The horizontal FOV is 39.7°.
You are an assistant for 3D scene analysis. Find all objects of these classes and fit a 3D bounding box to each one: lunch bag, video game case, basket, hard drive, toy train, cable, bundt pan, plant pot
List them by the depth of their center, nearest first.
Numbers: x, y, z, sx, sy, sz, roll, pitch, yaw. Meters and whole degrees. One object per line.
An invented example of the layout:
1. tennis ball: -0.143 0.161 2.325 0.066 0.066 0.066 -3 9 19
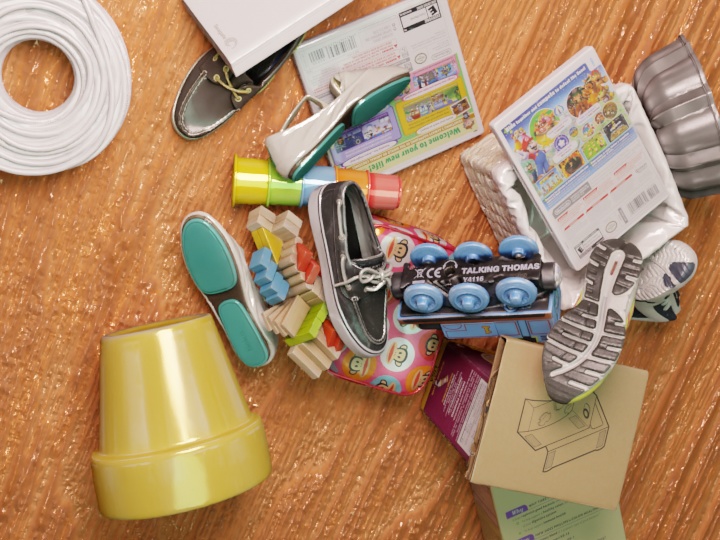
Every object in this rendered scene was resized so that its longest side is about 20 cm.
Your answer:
1. cable: -0.340 -0.204 1.043 0.198 0.069 0.202 -32 112 -6
2. hard drive: -0.082 -0.305 1.070 0.198 0.133 0.027 -34 147 -6
3. video game case: 0.245 -0.122 1.106 0.142 0.018 0.201 -37 111 -6
4. plant pot: -0.211 0.155 1.120 0.197 0.200 0.193 -11 93 -14
5. toy train: 0.132 0.028 1.123 0.196 0.088 0.115 -5 139 20
6. video game case: 0.035 -0.213 1.184 0.197 0.022 0.185 -24 110 -11
7. basket: 0.250 -0.100 1.207 0.196 0.161 0.202 -33 112 -6
8. lunch bag: 0.021 0.040 1.214 0.173 0.082 0.204 17 99 -20
9. bundt pan: 0.388 -0.179 1.223 0.074 0.203 0.205 -18 111 14

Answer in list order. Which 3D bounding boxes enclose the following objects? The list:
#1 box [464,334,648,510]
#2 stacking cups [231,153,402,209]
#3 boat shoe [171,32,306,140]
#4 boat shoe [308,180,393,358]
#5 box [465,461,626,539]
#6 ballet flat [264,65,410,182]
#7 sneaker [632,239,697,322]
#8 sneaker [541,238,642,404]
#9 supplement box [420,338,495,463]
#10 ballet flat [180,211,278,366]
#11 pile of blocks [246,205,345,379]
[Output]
1. box: 0.225 0.174 1.129 0.196 0.021 0.167 14 91 -20
2. stacking cups: -0.050 -0.095 1.148 0.195 0.061 0.062 5 103 -8
3. boat shoe: -0.134 -0.226 1.105 0.072 0.061 0.202 41 89 -23
4. boat shoe: 0.002 -0.001 1.106 0.073 0.067 0.204 -16 97 -42
5. box: 0.249 0.307 1.349 0.173 0.097 0.204 -20 110 -11
6. ballet flat: -0.028 -0.183 1.122 0.199 0.069 0.070 -42 113 -18
7. sneaker: 0.383 0.015 1.279 0.127 0.199 0.081 1 64 -29
8. sneaker: 0.260 0.068 1.100 0.202 0.077 0.091 -57 155 -24
9. supplement box: 0.174 0.173 1.234 0.129 0.200 0.105 16 100 -21
10. ballet flat: -0.149 0.015 1.159 0.068 0.069 0.203 -27 111 -9
11. pile of blocks: -0.071 0.020 1.121 0.082 0.062 0.203 -30 96 -46
